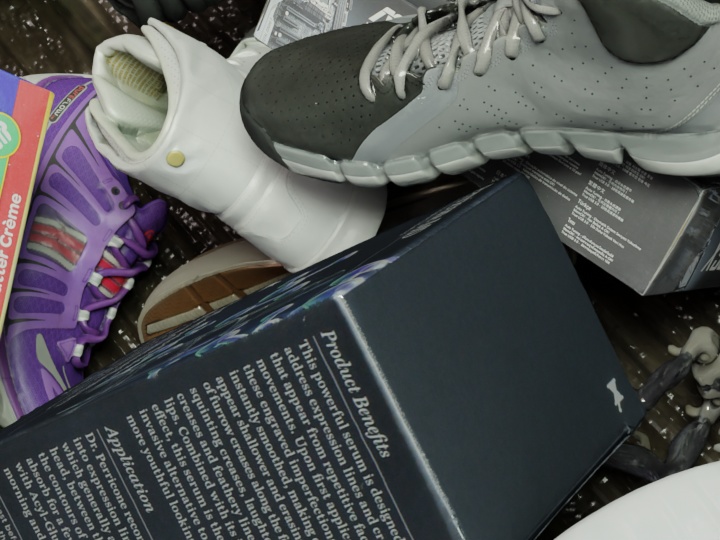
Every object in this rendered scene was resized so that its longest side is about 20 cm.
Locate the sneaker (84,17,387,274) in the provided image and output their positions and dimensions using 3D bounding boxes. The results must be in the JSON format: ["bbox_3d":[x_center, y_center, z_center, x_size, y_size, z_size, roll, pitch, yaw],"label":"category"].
[{"bbox_3d":[-0.058,-0.078,0.833,0.074,0.115,0.200,-53,23,17],"label":"sneaker"}]

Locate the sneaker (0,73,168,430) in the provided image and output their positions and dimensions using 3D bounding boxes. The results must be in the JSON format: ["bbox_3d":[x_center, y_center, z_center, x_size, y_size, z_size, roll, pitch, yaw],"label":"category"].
[{"bbox_3d":[-0.128,-0.002,0.889,0.083,0.081,0.200,-3,69,7],"label":"sneaker"}]

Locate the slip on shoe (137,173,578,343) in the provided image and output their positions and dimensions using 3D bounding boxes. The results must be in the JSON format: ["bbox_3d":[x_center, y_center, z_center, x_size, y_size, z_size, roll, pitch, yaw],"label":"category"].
[{"bbox_3d":[0.000,0.000,0.864,0.200,0.076,0.061,-21,22,18],"label":"slip on shoe"}]

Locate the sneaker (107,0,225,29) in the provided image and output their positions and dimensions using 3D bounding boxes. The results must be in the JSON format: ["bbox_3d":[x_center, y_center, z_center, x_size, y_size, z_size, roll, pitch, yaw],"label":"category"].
[{"bbox_3d":[-0.075,-0.163,0.887,0.099,0.071,0.200,-17,23,-1],"label":"sneaker"}]

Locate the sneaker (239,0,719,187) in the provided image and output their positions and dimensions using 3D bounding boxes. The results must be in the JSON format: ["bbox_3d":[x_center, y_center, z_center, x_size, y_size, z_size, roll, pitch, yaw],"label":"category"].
[{"bbox_3d":[0.045,-0.090,0.670,0.200,0.116,0.075,-1,54,15],"label":"sneaker"}]

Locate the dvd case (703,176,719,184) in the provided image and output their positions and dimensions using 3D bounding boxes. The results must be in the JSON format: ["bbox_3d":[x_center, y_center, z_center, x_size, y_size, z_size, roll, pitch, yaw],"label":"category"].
[{"bbox_3d":[0.222,-0.050,0.760,0.200,0.143,0.018,6,109,0],"label":"dvd case"}]

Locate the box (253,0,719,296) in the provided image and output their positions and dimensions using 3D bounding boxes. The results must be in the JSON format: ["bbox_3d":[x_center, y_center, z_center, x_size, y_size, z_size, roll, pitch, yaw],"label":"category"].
[{"bbox_3d":[0.077,-0.064,0.810,0.200,0.158,0.050,36,109,25],"label":"box"}]

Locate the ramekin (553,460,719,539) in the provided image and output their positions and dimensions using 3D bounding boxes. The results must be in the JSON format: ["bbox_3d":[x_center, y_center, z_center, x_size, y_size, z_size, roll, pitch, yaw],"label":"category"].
[{"bbox_3d":[0.122,0.152,0.621,0.200,0.201,0.098,-31,42,2],"label":"ramekin"}]

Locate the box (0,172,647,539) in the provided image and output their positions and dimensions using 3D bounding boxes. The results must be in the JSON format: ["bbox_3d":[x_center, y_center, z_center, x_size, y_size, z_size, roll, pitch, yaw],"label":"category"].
[{"bbox_3d":[-0.026,0.065,0.709,0.200,0.148,0.107,-24,95,32],"label":"box"}]

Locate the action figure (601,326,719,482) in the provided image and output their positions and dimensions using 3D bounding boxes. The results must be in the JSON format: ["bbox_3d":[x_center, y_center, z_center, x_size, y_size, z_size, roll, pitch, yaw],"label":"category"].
[{"bbox_3d":[0.156,0.060,0.768,0.200,0.119,0.102,-10,47,21],"label":"action figure"}]

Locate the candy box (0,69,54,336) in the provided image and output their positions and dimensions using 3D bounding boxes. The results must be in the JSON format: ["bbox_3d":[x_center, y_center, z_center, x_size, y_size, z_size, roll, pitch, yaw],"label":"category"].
[{"bbox_3d":[-0.212,0.012,0.843,0.077,0.200,0.169,19,70,-24],"label":"candy box"}]
